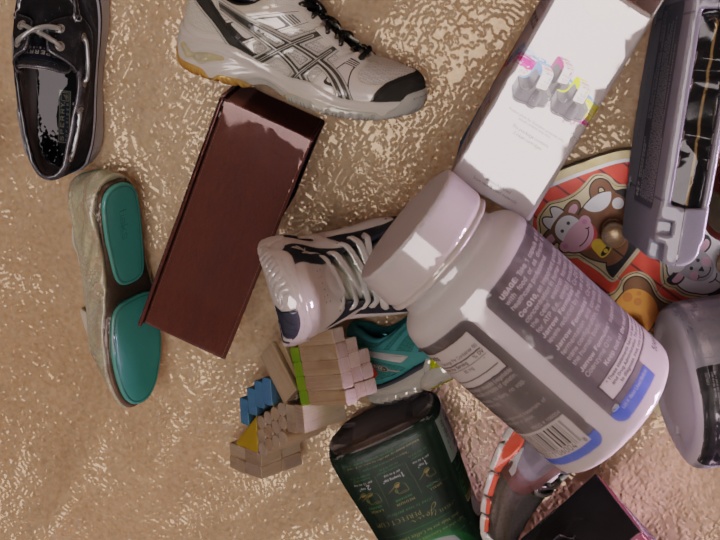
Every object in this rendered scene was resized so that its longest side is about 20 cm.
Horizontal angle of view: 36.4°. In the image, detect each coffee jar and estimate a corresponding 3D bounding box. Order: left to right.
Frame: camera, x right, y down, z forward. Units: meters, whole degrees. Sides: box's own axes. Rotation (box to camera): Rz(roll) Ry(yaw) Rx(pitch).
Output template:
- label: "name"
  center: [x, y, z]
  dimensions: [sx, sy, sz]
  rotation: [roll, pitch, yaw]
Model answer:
- label: "coffee jar"
  center: [0.057, 0.210, 0.920]
  dimensions: [0.103, 0.085, 0.203]
  rotation: [-23, 103, 8]

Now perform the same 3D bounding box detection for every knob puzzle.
- label: "knob puzzle"
  center: [0.210, -0.005, 0.853]
  dimensions: [0.215, 0.031, 0.224]
  rotation: [3, 109, 9]

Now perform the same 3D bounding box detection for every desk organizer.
- label: "desk organizer"
  center: [-0.103, -0.039, 0.872]
  dimensions: [0.076, 0.072, 0.203]
  rotation: [23, 110, -2]

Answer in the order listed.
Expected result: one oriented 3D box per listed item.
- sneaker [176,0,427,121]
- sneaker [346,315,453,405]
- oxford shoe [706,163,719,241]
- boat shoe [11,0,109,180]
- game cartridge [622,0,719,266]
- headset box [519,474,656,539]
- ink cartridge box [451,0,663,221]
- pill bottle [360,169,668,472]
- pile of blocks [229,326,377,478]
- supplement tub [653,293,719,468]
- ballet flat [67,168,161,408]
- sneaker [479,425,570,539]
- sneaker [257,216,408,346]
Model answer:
- label: "sneaker"
  center: [-0.041, -0.172, 0.815]
  dimensions: [0.196, 0.076, 0.089]
  rotation: [15, 110, 3]
- label: "sneaker"
  center: [0.074, 0.042, 0.866]
  dimensions: [0.198, 0.077, 0.081]
  rotation: [-25, 91, 22]
- label: "oxford shoe"
  center: [0.324, -0.104, 0.794]
  dimensions: [0.074, 0.071, 0.202]
  rotation: [20, 107, -32]
- label: "boat shoe"
  center: [-0.240, -0.171, 0.851]
  dimensions: [0.070, 0.068, 0.204]
  rotation: [7, 109, 6]
- label: "game cartridge"
  center: [0.220, -0.113, 0.758]
  dimensions: [0.040, 0.133, 0.204]
  rotation: [6, 101, -1]
- label: "headset box"
  center: [0.187, 0.271, 0.873]
  dimensions: [0.148, 0.077, 0.200]
  rotation: [-41, 122, 4]
- label: "ink cartridge box"
  center: [0.142, -0.148, 0.772]
  dimensions: [0.067, 0.115, 0.202]
  rotation: [29, 110, -2]
- label: "pill bottle"
  center: [0.103, 0.033, 0.749]
  dimensions: [0.199, 0.114, 0.114]
  rotation: [41, 110, -8]
- label: "pile of blocks"
  center: [-0.046, 0.103, 0.910]
  dimensions: [0.200, 0.061, 0.083]
  rotation: [-45, 66, 42]
- label: "supplement tub"
  center: [0.324, 0.070, 0.801]
  dimensions: [0.196, 0.123, 0.125]
  rotation: [-8, 107, -1]
- label: "ballet flat"
  center: [-0.208, 0.014, 0.921]
  dimensions: [0.062, 0.067, 0.204]
  rotation: [10, 108, 35]
- label: "sneaker"
  center: [0.154, 0.136, 0.849]
  dimensions: [0.081, 0.077, 0.203]
  rotation: [23, 103, 17]
- label: "sneaker"
  center: [0.000, 0.000, 0.808]
  dimensions: [0.127, 0.199, 0.081]
  rotation: [-17, 85, 3]
